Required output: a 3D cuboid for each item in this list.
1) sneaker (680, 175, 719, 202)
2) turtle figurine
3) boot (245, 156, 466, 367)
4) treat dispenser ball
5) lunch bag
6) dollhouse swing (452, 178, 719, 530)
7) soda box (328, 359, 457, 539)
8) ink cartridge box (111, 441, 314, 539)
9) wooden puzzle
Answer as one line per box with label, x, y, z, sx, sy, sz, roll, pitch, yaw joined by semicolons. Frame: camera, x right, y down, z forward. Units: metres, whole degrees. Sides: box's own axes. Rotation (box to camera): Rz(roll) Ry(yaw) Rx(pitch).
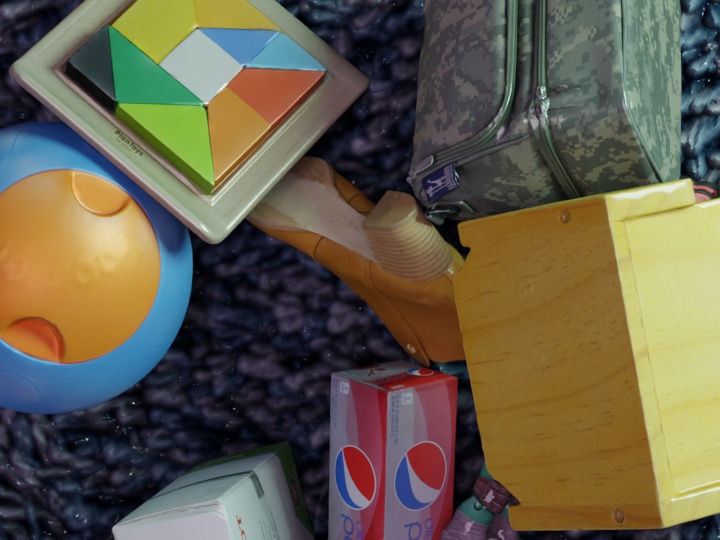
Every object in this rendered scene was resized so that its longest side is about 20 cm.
sneaker;0.227;-0.019;1.384;0.199;0.074;0.087;20;110;12
turtle figurine;0.130;0.110;1.382;0.101;0.149;0.201;38;107;37
boot;0.001;0.000;1.408;0.071;0.201;0.144;-46;128;-24
treat dispenser ball;-0.216;-0.002;1.381;0.200;0.201;0.202;1;95;9
lunch bag;0.117;-0.132;1.323;0.167;0.139;0.201;-10;61;24
dollhouse swing;0.191;0.045;1.267;0.181;0.175;0.201;-9;93;48
soda box;0.021;0.169;1.402;0.063;0.070;0.201;14;108;47
ink cartridge box;-0.090;0.214;1.378;0.084;0.200;0.147;-14;93;13
wooden puzzle;-0.112;-0.137;1.371;0.185;0.037;0.200;40;55;4
